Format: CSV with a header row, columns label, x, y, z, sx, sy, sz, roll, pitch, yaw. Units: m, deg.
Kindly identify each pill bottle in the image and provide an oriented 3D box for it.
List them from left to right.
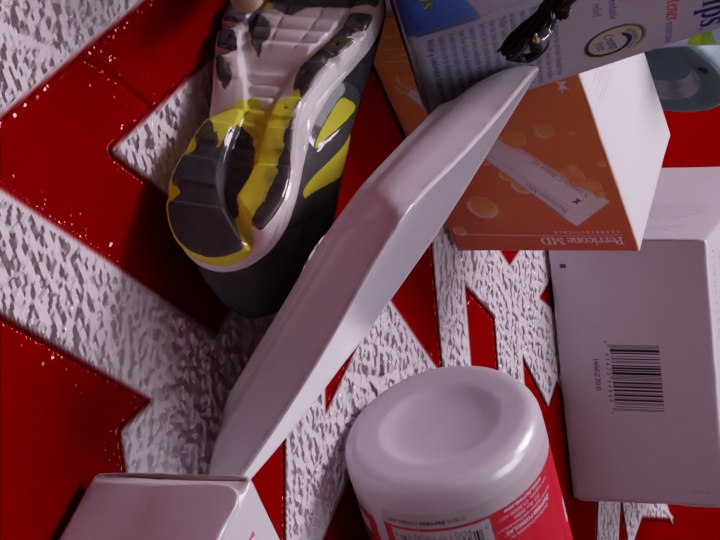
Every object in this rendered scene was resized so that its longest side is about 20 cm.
label,x,y,z,sx,sy,sz,roll,pitch,yaw
pill bottle,0.067,0.164,1.057,0.113,0.111,0.202,-58,141,-47

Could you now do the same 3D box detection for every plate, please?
label,x,y,z,sx,sy,sz,roll,pitch,yaw
plate,0.000,0.000,0.902,0.201,0.032,0.200,-58,174,34

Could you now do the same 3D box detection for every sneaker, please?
label,x,y,z,sx,sy,sz,roll,pitch,yaw
sneaker,-0.039,-0.066,0.901,0.085,0.074,0.201,79,29,-51

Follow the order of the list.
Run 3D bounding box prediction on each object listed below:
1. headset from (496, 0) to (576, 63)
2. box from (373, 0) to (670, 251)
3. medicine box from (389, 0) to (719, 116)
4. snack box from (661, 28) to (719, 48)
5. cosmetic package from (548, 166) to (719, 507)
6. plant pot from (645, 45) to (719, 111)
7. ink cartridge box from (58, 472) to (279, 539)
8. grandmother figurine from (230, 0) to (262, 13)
label,x,y,z,sx,sy,sz,roll,pitch,yaw
headset,0.018,-0.179,0.836,0.094,0.199,0.124,-56,177,41
box,0.094,-0.112,1.098,0.201,0.123,0.098,62,38,-44
medicine box,0.098,-0.203,0.944,0.103,0.198,0.184,64,9,-71
snack box,0.162,-0.209,1.151,0.053,0.198,0.144,-20,108,-60
cosmetic package,0.237,0.044,1.400,0.200,0.122,0.202,-38,124,-60
plant pot,0.215,-0.221,1.276,0.200,0.198,0.190,44,65,-56
ink cartridge box,-0.074,0.204,0.796,0.146,0.083,0.201,-64,144,-41
grandmother figurine,-0.060,-0.180,0.859,0.200,0.060,0.123,-10,104,-67
